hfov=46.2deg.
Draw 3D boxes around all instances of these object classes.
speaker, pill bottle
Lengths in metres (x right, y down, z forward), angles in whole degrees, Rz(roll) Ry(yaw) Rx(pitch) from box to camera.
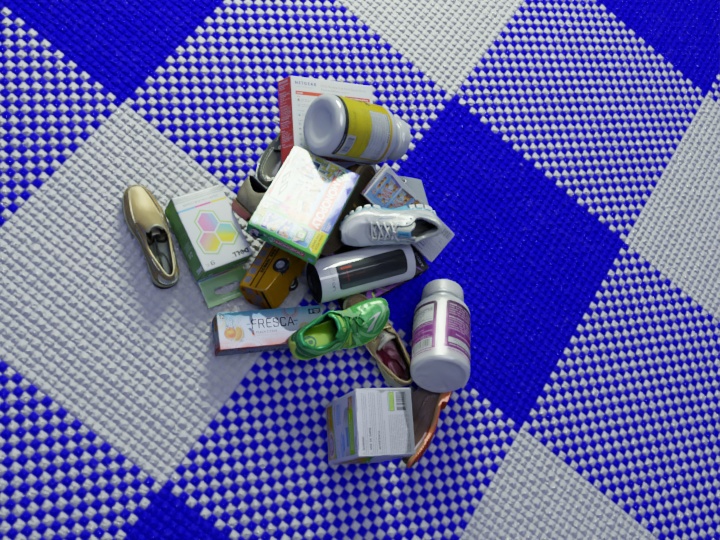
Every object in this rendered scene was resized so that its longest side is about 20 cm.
[{"bbox_3d":[0.000,0.000,1.574,0.197,0.081,0.082,-14,78,-21],"label":"speaker"},{"bbox_3d":[-0.002,-0.259,1.577,0.198,0.111,0.114,3,70,-44],"label":"pill bottle"},{"bbox_3d":[0.152,0.118,1.586,0.111,0.113,0.202,19,47,-12],"label":"pill bottle"}]

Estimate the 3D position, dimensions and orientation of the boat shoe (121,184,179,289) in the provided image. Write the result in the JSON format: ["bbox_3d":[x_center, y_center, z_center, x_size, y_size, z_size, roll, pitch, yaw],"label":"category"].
[{"bbox_3d":[-0.370,-0.071,1.511,0.071,0.076,0.202,-23,81,-23],"label":"boat shoe"}]

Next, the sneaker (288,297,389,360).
[{"bbox_3d":[-0.030,0.105,1.493,0.198,0.084,0.075,-23,82,-20],"label":"sneaker"}]

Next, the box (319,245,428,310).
[{"bbox_3d":[0.020,-0.020,1.648,0.198,0.036,0.144,-28,84,-25],"label":"box"}]

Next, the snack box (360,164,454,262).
[{"bbox_3d":[0.091,-0.106,1.599,0.072,0.024,0.200,-48,114,-1],"label":"snack box"}]

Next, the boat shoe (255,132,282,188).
[{"bbox_3d":[-0.136,-0.245,1.652,0.072,0.060,0.203,37,66,-4],"label":"boat shoe"}]

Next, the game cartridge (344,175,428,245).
[{"bbox_3d":[0.037,-0.122,1.651,0.197,0.041,0.135,-6,68,-16],"label":"game cartridge"}]

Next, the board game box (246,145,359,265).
[{"bbox_3d":[-0.099,-0.119,1.489,0.133,0.029,0.202,24,56,2],"label":"board game box"}]

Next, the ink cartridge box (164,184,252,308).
[{"bbox_3d":[-0.267,-0.046,1.539,0.103,0.059,0.202,-21,81,-33],"label":"ink cartridge box"}]

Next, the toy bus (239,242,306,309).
[{"bbox_3d":[-0.141,-0.027,1.564,0.077,0.065,0.202,13,59,26],"label":"toy bus"}]

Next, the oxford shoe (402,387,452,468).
[{"bbox_3d":[0.113,0.273,1.578,0.072,0.072,0.201,24,59,8],"label":"oxford shoe"}]

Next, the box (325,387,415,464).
[{"bbox_3d":[0.013,0.274,1.463,0.100,0.200,0.114,1,74,-17],"label":"box"}]

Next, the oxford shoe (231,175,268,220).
[{"bbox_3d":[-0.151,-0.102,1.512,0.199,0.076,0.070,33,22,24],"label":"oxford shoe"}]

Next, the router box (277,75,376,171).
[{"bbox_3d":[-0.062,-0.273,1.638,0.198,0.049,0.183,-1,88,-38],"label":"router box"}]

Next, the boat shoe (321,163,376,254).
[{"bbox_3d":[-0.041,-0.115,1.580,0.202,0.067,0.072,-60,139,-22],"label":"boat shoe"}]

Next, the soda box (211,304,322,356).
[{"bbox_3d":[-0.168,0.109,1.529,0.197,0.064,0.070,-3,75,-20],"label":"soda box"}]

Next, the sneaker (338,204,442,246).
[{"bbox_3d":[0.058,-0.079,1.536,0.197,0.087,0.076,-10,111,-13],"label":"sneaker"}]

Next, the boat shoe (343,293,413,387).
[{"bbox_3d":[0.041,0.128,1.574,0.074,0.066,0.201,-37,97,-19],"label":"boat shoe"}]
